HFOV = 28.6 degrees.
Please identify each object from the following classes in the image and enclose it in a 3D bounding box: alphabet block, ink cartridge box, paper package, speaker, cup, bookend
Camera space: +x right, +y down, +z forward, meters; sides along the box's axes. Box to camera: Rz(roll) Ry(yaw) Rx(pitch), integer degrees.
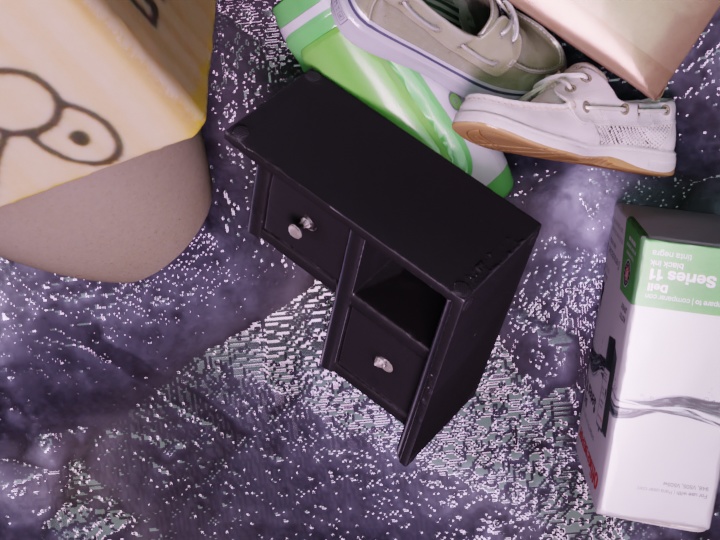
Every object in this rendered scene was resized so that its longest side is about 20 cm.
[{"bbox_3d":[-0.214,-0.178,0.812,0.195,0.197,0.200,-15,141,22],"label":"alphabet block"},{"bbox_3d":[0.213,0.064,1.005,0.083,0.147,0.200,7,102,1],"label":"ink cartridge box"},{"bbox_3d":[0.132,-0.215,0.920,0.200,0.191,0.104,32,104,-5],"label":"paper package"},{"bbox_3d":[0.024,-0.123,0.998,0.088,0.088,0.200,-34,100,8],"label":"speaker"},{"bbox_3d":[-0.185,-0.073,0.975,0.200,0.200,0.143,-37,126,9],"label":"cup"},{"bbox_3d":[0.000,0.000,0.988,0.200,0.092,0.199,37,144,17],"label":"bookend"}]

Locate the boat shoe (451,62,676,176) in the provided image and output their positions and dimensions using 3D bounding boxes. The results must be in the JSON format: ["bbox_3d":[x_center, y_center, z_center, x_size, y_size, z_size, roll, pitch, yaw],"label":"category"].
[{"bbox_3d":[0.144,-0.110,0.975,0.200,0.071,0.069,5,95,-41],"label":"boat shoe"}]

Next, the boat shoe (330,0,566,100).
[{"bbox_3d":[0.074,-0.160,0.953,0.200,0.062,0.072,9,68,-37],"label":"boat shoe"}]
